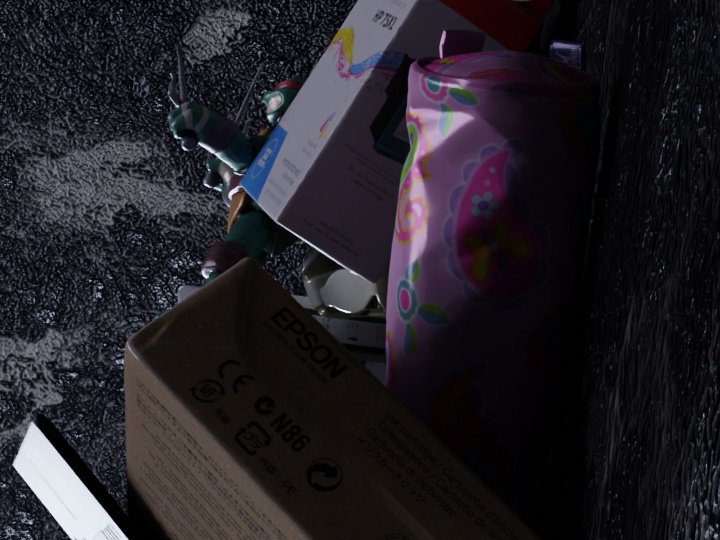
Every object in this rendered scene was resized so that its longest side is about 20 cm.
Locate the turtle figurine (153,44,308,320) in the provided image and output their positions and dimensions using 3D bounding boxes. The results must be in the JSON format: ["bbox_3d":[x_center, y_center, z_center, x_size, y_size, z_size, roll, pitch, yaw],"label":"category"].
[{"bbox_3d":[-0.068,-0.047,1.255,0.150,0.100,0.202,68,-145,-66],"label":"turtle figurine"}]

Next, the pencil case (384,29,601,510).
[{"bbox_3d":[0.052,0.002,0.939,0.087,0.086,0.202,-86,2,-75],"label":"pencil case"}]

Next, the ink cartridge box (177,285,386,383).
[{"bbox_3d":[-0.019,0.080,1.328,0.068,0.198,0.117,-84,1,-47],"label":"ink cartridge box"}]

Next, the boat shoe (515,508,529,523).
[{"bbox_3d":[0.053,0.086,1.088,0.200,0.060,0.076,-87,3,-79],"label":"boat shoe"}]

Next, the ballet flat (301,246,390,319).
[{"bbox_3d":[0.000,0.000,1.239,0.200,0.069,0.070,180,97,-72],"label":"ballet flat"}]

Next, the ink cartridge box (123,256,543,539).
[{"bbox_3d":[-0.011,0.118,0.915,0.075,0.200,0.165,-36,-23,-24],"label":"ink cartridge box"}]

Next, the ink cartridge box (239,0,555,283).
[{"bbox_3d":[0.024,-0.103,1.151,0.201,0.067,0.116,-57,17,3],"label":"ink cartridge box"}]

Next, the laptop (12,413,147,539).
[{"bbox_3d":[-0.136,0.190,1.030,0.116,0.200,0.187,-39,-1,-17],"label":"laptop"}]

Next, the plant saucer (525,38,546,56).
[{"bbox_3d":[0.081,-0.044,1.228,0.200,0.032,0.202,-172,90,-89],"label":"plant saucer"}]
